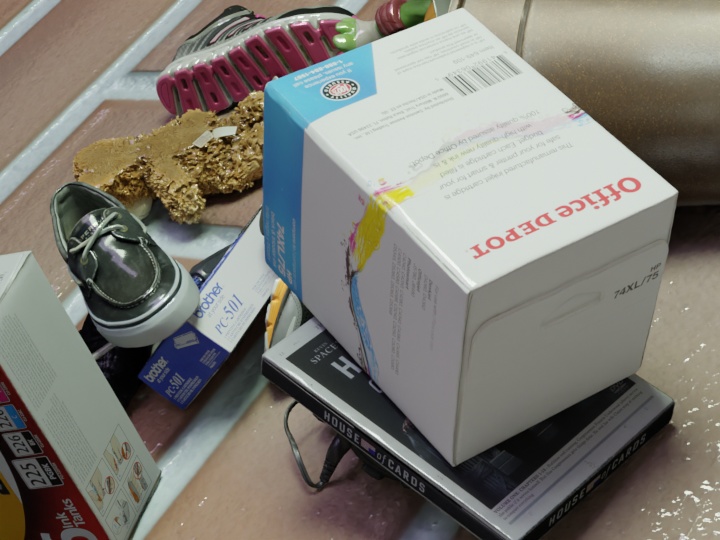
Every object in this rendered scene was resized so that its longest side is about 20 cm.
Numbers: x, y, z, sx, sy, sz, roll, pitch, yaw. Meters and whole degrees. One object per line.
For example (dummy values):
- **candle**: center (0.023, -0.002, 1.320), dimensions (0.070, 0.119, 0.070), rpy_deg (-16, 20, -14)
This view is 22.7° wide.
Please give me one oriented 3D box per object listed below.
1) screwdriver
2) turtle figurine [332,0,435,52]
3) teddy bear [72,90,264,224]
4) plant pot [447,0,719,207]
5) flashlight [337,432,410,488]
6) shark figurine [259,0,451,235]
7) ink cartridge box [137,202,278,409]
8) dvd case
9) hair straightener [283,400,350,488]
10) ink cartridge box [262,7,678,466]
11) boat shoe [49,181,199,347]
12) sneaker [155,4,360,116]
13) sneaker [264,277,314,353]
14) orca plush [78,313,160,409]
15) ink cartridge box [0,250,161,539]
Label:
- **screwdriver**: center (-0.140, 0.028, 1.303), dimensions (0.029, 0.028, 0.200), rpy_deg (9, 30, 28)
- **turtle figurine**: center (0.039, -0.195, 1.380), dimensions (0.194, 0.144, 0.200), rpy_deg (-34, 4, 46)
- **teddy bear**: center (-0.135, -0.088, 1.486), dimensions (0.200, 0.067, 0.145), rpy_deg (-26, 41, -14)
- **plant pot**: center (0.181, -0.124, 1.206), dimensions (0.198, 0.201, 0.200), rpy_deg (2, 41, 26)
- **flashlight**: center (0.062, 0.047, 1.145), dimensions (0.068, 0.068, 0.200), rpy_deg (9, 47, 34)
- **shark figurine**: center (-0.011, -0.111, 1.175), dimensions (0.215, 0.089, 0.128), rpy_deg (-49, 4, 6)
- **ink cartridge box**: center (-0.080, 0.001, 1.286), dimensions (0.094, 0.044, 0.200), rpy_deg (-48, 7, 50)
- **dvd case**: center (0.062, 0.070, 1.065), dimensions (0.200, 0.025, 0.150), rpy_deg (35, 53, 28)
- **hair straightener**: center (0.011, 0.065, 1.191), dimensions (0.077, 0.041, 0.200), rpy_deg (7, 49, 40)
- **ink cartridge box**: center (0.057, -0.023, 1.037), dimensions (0.147, 0.146, 0.200), rpy_deg (-24, 50, -25)
- **boat shoe**: center (-0.176, -0.007, 1.239), dimensions (0.072, 0.071, 0.200), rpy_deg (-39, 31, -11)
- **sneaker**: center (-0.087, -0.202, 1.592), dimensions (0.200, 0.074, 0.088), rpy_deg (-16, 39, 22)
- **sneaker**: center (0.000, 0.000, 1.254), dimensions (0.077, 0.078, 0.200), rpy_deg (30, 68, 14)
- **orca plush**: center (-0.195, 0.047, 1.314), dimensions (0.105, 0.071, 0.200), rpy_deg (-2, 39, 32)
- **ink cartridge box**: center (-0.255, 0.097, 1.162), dimensions (0.175, 0.200, 0.084), rpy_deg (-8, 37, 25)
